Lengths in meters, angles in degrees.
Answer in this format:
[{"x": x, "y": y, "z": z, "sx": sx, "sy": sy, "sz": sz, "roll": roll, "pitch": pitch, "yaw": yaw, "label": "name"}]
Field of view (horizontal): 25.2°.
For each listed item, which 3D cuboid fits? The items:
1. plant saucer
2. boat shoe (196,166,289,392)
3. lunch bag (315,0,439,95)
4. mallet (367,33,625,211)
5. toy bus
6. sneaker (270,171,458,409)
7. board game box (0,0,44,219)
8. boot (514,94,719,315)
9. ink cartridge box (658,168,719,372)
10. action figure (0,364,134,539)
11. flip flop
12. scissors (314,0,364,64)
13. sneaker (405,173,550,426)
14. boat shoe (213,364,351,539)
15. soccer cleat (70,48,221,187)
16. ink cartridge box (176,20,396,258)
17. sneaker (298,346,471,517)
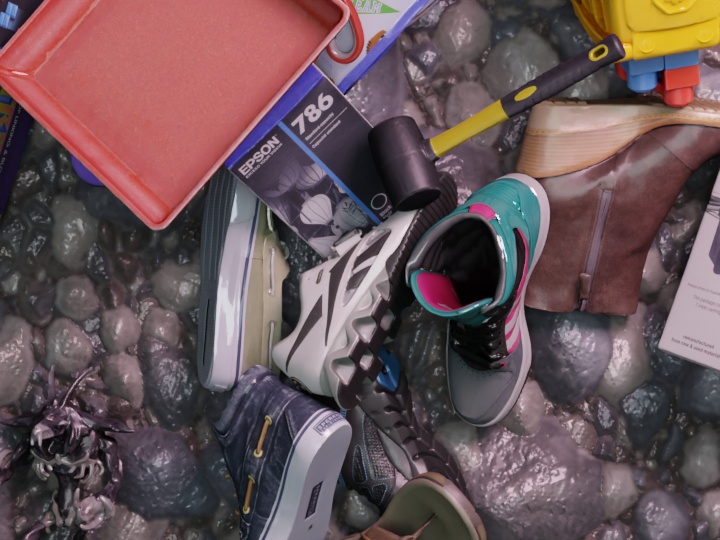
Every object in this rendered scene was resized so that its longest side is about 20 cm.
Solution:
[{"x": -0.132, "y": -0.154, "z": 1.131, "sx": 0.200, "sy": 0.037, "sz": 0.200, "roll": 42, "pitch": 91, "yaw": 24, "label": "plant saucer"}, {"x": -0.088, "y": -0.005, "z": 1.256, "sx": 0.062, "sy": 0.072, "sz": 0.201, "roll": 4, "pitch": 96, "yaw": -23, "label": "boat shoe"}, {"x": -0.011, "y": -0.251, "z": 1.207, "sx": 0.170, "sy": 0.124, "sz": 0.200, "roll": 42, "pitch": 99, "yaw": -3, "label": "lunch bag"}, {"x": 0.093, "y": -0.120, "z": 1.152, "sx": 0.200, "sy": 0.041, "sz": 0.066, "roll": -35, "pitch": 68, "yaw": 17, "label": "mallet"}, {"x": 0.208, "y": -0.225, "z": 1.195, "sx": 0.135, "sy": 0.200, "sz": 0.192, "roll": -12, "pitch": 121, "yaw": -3, "label": "toy bus"}, {"x": 0.000, "y": 0.000, "z": 1.216, "sx": 0.088, "sy": 0.074, "sz": 0.200, "roll": 22, "pitch": 70, "yaw": 30, "label": "sneaker"}, {"x": -0.294, "y": -0.132, "z": 1.196, "sx": 0.057, "sy": 0.165, "sz": 0.201, "roll": 19, "pitch": 93, "yaw": 11, "label": "board game box"}, {"x": 0.218, "y": -0.050, "z": 1.251, "sx": 0.199, "sy": 0.072, "sz": 0.167, "roll": 1, "pitch": 104, "yaw": 0, "label": "boot"}, {"x": 0.327, "y": -0.011, "z": 1.200, "sx": 0.145, "sy": 0.084, "sz": 0.201, "roll": 17, "pitch": 93, "yaw": -35, "label": "ink cartridge box"}, {"x": -0.235, "y": 0.177, "z": 1.243, "sx": 0.118, "sy": 0.102, "sz": 0.201, "roll": 0, "pitch": 94, "yaw": 13, "label": "action figure"}, {"x": 0.021, "y": 0.217, "z": 1.208, "sx": 0.081, "sy": 0.058, "sz": 0.200, "roll": 53, "pitch": 132, "yaw": 1, "label": "flip flop"}, {"x": -0.062, "y": -0.235, "z": 1.160, "sx": 0.073, "sy": 0.014, "sz": 0.200, "roll": -19, "pitch": 104, "yaw": 26, "label": "scissors"}, {"x": 0.083, "y": 0.032, "z": 1.200, "sx": 0.083, "sy": 0.121, "sz": 0.201, "roll": 15, "pitch": 107, "yaw": 28, "label": "sneaker"}, {"x": -0.072, "y": 0.166, "z": 1.240, "sx": 0.091, "sy": 0.071, "sz": 0.201, "roll": 35, "pitch": 126, "yaw": 24, "label": "boat shoe"}, {"x": -0.156, "y": -0.122, "z": 1.215, "sx": 0.200, "sy": 0.073, "sz": 0.068, "roll": -29, "pitch": 94, "yaw": 28, "label": "soccer cleat"}, {"x": -0.039, "y": -0.086, "z": 1.195, "sx": 0.099, "sy": 0.039, "sz": 0.200, "roll": -45, "pitch": 135, "yaw": 4, "label": "ink cartridge box"}, {"x": 0.023, "y": 0.156, "z": 1.261, "sx": 0.082, "sy": 0.073, "sz": 0.200, "roll": -26, "pitch": 90, "yaw": 24, "label": "sneaker"}]
